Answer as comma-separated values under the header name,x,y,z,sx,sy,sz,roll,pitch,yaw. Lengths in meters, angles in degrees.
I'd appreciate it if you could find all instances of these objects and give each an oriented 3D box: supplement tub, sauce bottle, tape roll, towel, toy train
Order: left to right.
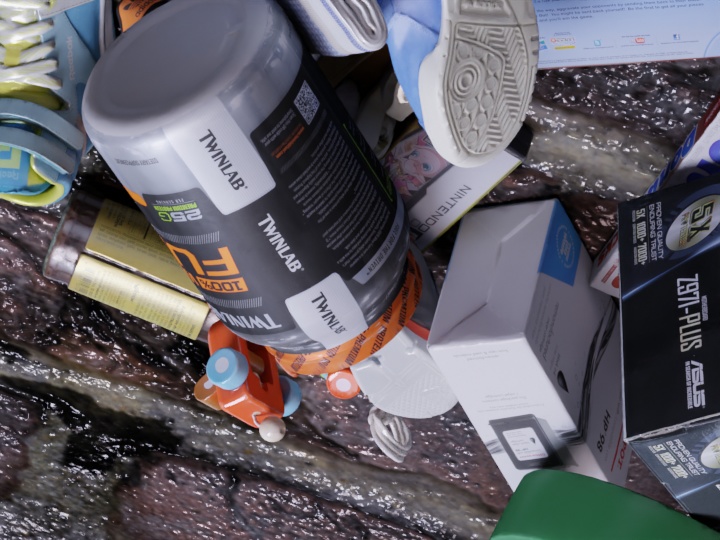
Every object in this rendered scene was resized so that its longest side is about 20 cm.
name,x,y,z,sx,sy,sz,roll,pitch,yaw
sauce bottle,-0.101,0.013,1.747,0.200,0.065,0.065,24,141,-5
towel,-0.057,-0.173,1.439,0.147,0.024,0.200,53,169,-14
supplement tub,-0.052,-0.044,1.477,0.122,0.123,0.200,-10,130,31
toy train,-0.049,0.055,1.647,0.056,0.150,0.200,-26,153,22
tape roll,0.173,0.189,1.621,0.200,0.048,0.200,27,164,9

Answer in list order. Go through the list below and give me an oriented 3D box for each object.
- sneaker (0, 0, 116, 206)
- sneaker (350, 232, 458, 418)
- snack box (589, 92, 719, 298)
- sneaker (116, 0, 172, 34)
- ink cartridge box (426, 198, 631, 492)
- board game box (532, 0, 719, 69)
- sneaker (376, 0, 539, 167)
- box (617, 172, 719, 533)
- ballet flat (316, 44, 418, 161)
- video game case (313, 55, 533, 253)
name,x,y,z,sx,sy,sz,roll,pitch,yaw
sneaker,-0.192,-0.119,1.576,0.079,0.131,0.200,5,139,18
sneaker,0.000,0.000,1.636,0.077,0.082,0.200,-12,131,24
snack box,0.206,-0.039,1.598,0.072,0.024,0.200,22,141,-8
sneaker,-0.105,-0.089,1.605,0.090,0.070,0.200,40,153,20
ink cartridge box,0.119,0.066,1.684,0.067,0.116,0.200,-8,135,27
board game box,0.178,-0.155,1.467,0.200,0.019,0.103,-2,139,17
sneaker,0.024,-0.155,1.431,0.111,0.077,0.200,26,140,47
box,0.226,0.066,1.573,0.086,0.164,0.200,-16,140,24
ballet flat,0.010,-0.100,1.535,0.069,0.063,0.200,27,135,-18
video game case,-0.027,-0.079,1.641,0.200,0.026,0.181,31,140,-15
